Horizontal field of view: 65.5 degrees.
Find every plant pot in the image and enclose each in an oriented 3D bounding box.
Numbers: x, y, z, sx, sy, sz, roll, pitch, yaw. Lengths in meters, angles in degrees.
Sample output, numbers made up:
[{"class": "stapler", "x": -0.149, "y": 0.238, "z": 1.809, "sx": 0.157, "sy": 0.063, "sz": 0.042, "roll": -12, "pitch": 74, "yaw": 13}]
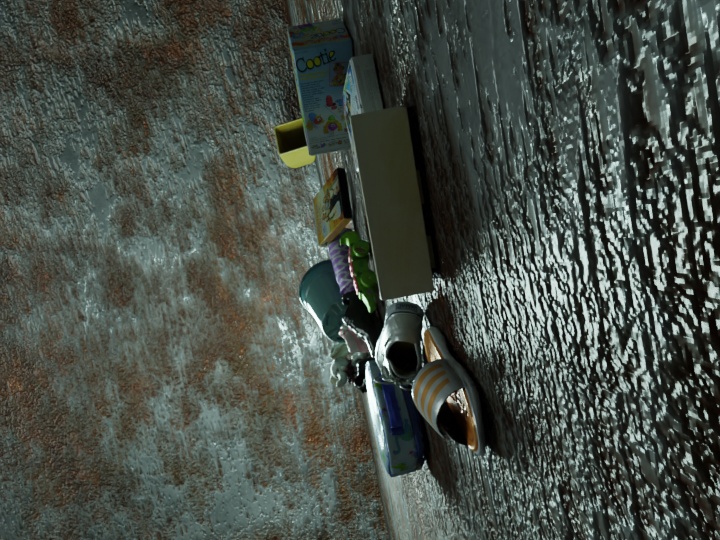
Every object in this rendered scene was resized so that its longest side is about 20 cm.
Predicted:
[{"class": "plant pot", "x": -0.070, "y": 0.102, "z": 1.692, "sx": 0.197, "sy": 0.197, "sz": 0.203, "roll": -124, "pitch": 21, "yaw": -56}, {"class": "plant pot", "x": -0.342, "y": -0.673, "z": 3.052, "sx": 0.201, "sy": 0.191, "sz": 0.198, "roll": 68, "pitch": -173, "yaw": -63}]

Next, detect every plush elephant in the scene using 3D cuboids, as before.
[{"class": "plush elephant", "x": -0.026, "y": 0.312, "z": 1.750, "sx": 0.201, "sy": 0.152, "sz": 0.167, "roll": -111, "pitch": 10, "yaw": -59}]

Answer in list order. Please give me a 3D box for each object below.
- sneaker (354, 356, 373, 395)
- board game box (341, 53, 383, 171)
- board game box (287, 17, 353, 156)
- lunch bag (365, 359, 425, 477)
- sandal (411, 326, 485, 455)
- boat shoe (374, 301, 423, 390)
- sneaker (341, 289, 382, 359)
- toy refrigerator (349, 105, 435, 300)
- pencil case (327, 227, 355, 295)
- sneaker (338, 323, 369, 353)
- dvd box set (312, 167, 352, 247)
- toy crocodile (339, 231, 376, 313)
[{"class": "sneaker", "x": 0.029, "y": 0.299, "z": 1.467, "sx": 0.067, "sy": 0.089, "sz": 0.203, "roll": -107, "pitch": 7, "yaw": -52}, {"class": "board game box", "x": 0.005, "y": -0.230, "z": 0.851, "sx": 0.200, "sy": 0.034, "sz": 0.129, "roll": -158, "pitch": 56, "yaw": -84}, {"class": "board game box", "x": -0.064, "y": -0.330, "z": 1.018, "sx": 0.104, "sy": 0.103, "sz": 0.202, "roll": -106, "pitch": 7, "yaw": -45}, {"class": "lunch bag", "x": 0.063, "y": 0.273, "z": 1.055, "sx": 0.162, "sy": 0.081, "sz": 0.202, "roll": 84, "pitch": 173, "yaw": -55}, {"class": "sandal", "x": 0.084, "y": 0.133, "z": 0.621, "sx": 0.207, "sy": 0.058, "sz": 0.081, "roll": -114, "pitch": 13, "yaw": -69}, {"class": "boat shoe", "x": 0.059, "y": 0.134, "z": 0.806, "sx": 0.203, "sy": 0.073, "sz": 0.087, "roll": 97, "pitch": 179, "yaw": -55}, {"class": "sneaker", "x": 0.006, "y": 0.131, "z": 1.358, "sx": 0.077, "sy": 0.089, "sz": 0.202, "roll": 87, "pitch": 169, "yaw": -49}, {"class": "toy refrigerator", "x": 0.038, "y": -0.077, "z": 0.637, "sx": 0.076, "sy": 0.069, "sz": 0.204, "roll": -91, "pitch": -9, "yaw": -79}, {"class": "pencil case", "x": -0.043, "y": -0.025, "z": 1.591, "sx": 0.086, "sy": 0.082, "sz": 0.203, "roll": 107, "pitch": 153, "yaw": -57}, {"class": "sneaker", "x": -0.014, "y": 0.126, "z": 1.497, "sx": 0.075, "sy": 0.103, "sz": 0.204, "roll": -126, "pitch": 26, "yaw": -83}, {"class": "dvd box set", "x": -0.081, "y": -0.169, "z": 1.537, "sx": 0.200, "sy": 0.029, "sz": 0.149, "roll": 142, "pitch": 124, "yaw": -59}, {"class": "toy crocodile", "x": 0.000, "y": 0.000, "z": 1.281, "sx": 0.068, "sy": 0.061, "sz": 0.203, "roll": 90, "pitch": 167, "yaw": -68}]
